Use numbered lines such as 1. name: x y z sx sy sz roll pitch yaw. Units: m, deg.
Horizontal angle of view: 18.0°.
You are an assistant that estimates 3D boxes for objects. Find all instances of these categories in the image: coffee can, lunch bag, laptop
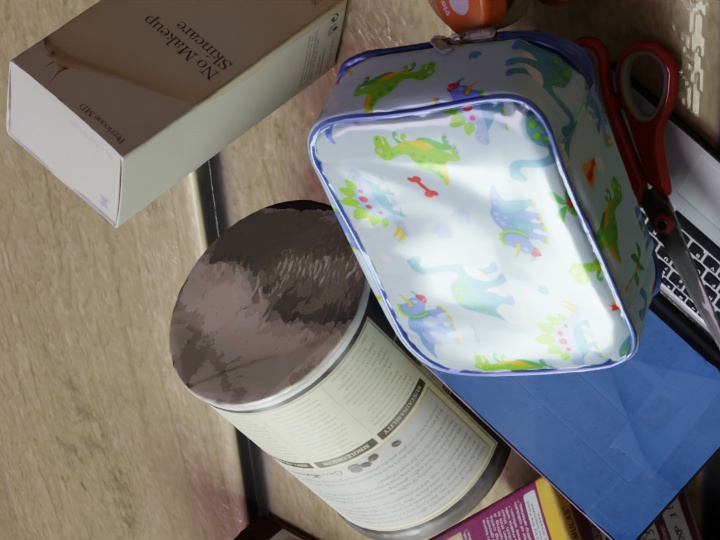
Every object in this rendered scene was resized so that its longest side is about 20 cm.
1. coffee can: -0.009 0.068 1.463 0.146 0.147 0.200 17 161 41
2. lunch bag: 0.068 -0.035 1.256 0.160 0.083 0.201 -6 128 29
3. laptop: 0.151 0.024 1.317 0.187 0.116 0.200 42 147 12

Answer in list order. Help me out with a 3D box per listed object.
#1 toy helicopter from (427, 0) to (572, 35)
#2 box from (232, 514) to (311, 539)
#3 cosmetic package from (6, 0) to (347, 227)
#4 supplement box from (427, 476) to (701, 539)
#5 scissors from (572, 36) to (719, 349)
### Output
1. toy helicopter: 0.046 -0.229 1.258 0.132 0.079 0.201 16 124 55
2. box: -0.060 0.345 1.854 0.165 0.164 0.201 23 139 36
3. cosmetic package: -0.113 -0.129 1.413 0.103 0.200 0.073 39 146 17
4. supplement box: 0.136 0.209 1.496 0.200 0.103 0.132 -38 66 58
5. scissors: 0.163 -0.037 1.285 0.073 0.014 0.201 -7 103 33
